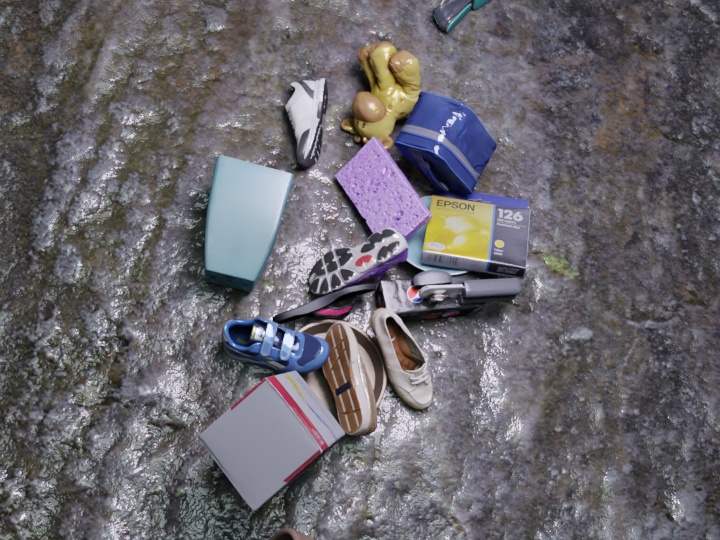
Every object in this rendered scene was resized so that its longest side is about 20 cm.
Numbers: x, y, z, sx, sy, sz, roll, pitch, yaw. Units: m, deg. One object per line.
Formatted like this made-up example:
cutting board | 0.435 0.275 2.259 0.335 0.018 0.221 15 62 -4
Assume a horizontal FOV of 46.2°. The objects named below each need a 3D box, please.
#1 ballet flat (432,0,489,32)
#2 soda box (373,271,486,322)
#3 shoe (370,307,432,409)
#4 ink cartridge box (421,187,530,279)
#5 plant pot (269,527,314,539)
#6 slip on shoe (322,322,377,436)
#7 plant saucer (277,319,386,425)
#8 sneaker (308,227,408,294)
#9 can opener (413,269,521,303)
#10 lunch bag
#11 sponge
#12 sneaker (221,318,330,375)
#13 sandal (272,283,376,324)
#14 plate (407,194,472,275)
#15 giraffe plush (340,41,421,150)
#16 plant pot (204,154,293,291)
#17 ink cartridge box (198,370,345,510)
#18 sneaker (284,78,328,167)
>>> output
ballet flat | 0.233 -0.605 1.872 0.200 0.073 0.073 -41 81 -21
soda box | 0.129 0.052 1.585 0.197 0.063 0.072 -5 69 -15
shoe | 0.078 0.161 1.504 0.069 0.053 0.202 -31 100 -23
ink cartridge box | 0.225 -0.086 1.614 0.195 0.047 0.202 8 55 5
plant pot | -0.071 0.523 1.302 0.173 0.200 0.203 26 64 -22
slip on shoe | -0.013 0.190 1.473 0.060 0.076 0.202 18 48 -49
plant saucer | -0.051 0.187 1.510 0.197 0.030 0.203 4 68 -11
sneaker | 0.000 0.000 1.556 0.198 0.084 0.081 -22 55 9
can opener | 0.197 0.028 1.547 0.197 0.053 0.067 1 67 -13
lunch bag | 0.163 -0.233 1.636 0.135 0.200 0.133 25 82 40
sponge | 0.042 -0.144 1.615 0.111 0.030 0.201 -41 68 18
sneaker | -0.151 0.128 1.457 0.197 0.083 0.075 6 61 10
sandal | -0.062 0.072 1.534 0.198 0.075 0.046 -20 80 -11
plate | 0.160 -0.065 1.638 0.197 0.026 0.202 0 52 -1
giraffe plush | 0.041 -0.332 1.691 0.162 0.172 0.201 -46 118 -14
plant pot | -0.216 -0.075 1.522 0.139 0.141 0.203 14 73 -7
ink cartridge box | -0.134 0.263 1.347 0.145 0.200 0.145 -41 82 5
sneaker | -0.113 -0.292 1.675 0.079 0.074 0.202 4 62 5
